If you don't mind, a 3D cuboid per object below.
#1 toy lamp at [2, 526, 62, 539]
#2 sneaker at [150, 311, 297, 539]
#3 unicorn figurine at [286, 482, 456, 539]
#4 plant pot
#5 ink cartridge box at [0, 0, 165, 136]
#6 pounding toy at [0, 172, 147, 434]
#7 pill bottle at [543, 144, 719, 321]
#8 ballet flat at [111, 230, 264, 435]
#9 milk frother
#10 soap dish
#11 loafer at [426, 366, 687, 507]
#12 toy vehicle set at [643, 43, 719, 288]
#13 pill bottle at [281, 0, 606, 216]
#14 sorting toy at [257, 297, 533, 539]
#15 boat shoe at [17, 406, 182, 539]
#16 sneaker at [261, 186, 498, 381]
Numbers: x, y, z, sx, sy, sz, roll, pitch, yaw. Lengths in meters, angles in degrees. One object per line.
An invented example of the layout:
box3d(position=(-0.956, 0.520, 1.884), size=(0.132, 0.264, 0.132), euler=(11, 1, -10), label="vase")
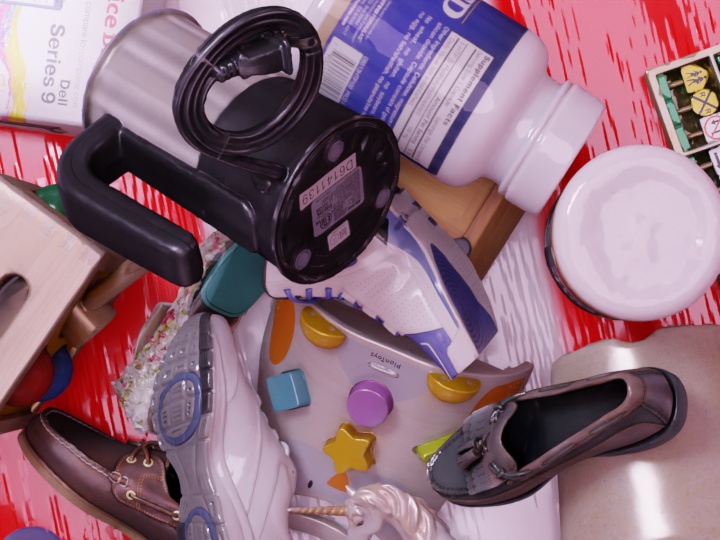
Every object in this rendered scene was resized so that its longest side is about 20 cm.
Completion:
box3d(position=(-0.233, 0.239, 1.335), size=(0.058, 0.200, 0.059), euler=(4, 64, -7), label="toy lamp")
box3d(position=(-0.092, 0.129, 1.350), size=(0.087, 0.074, 0.201), euler=(-5, 86, -41), label="sneaker")
box3d(position=(0.061, 0.221, 1.344), size=(0.199, 0.074, 0.138), euler=(12, 130, 31), label="unicorn figurine")
box3d(position=(0.213, 0.141, 1.327), size=(0.199, 0.201, 0.185), euler=(-11, 76, 3), label="plant pot")
box3d(position=(-0.251, -0.180, 1.399), size=(0.199, 0.088, 0.146), euler=(8, 88, 2), label="ink cartridge box")
box3d(position=(-0.223, 0.019, 1.343), size=(0.142, 0.184, 0.200), euler=(36, 91, 3), label="pounding toy")
box3d(position=(0.186, -0.022, 1.313), size=(0.116, 0.200, 0.117), euler=(0, 88, 3), label="pill bottle")
box3d(position=(-0.122, 0.026, 1.399), size=(0.064, 0.076, 0.201), euler=(29, 84, 37), label="ballet flat")
box3d(position=(-0.093, -0.110, 1.203), size=(0.188, 0.180, 0.201), euler=(31, 127, 31), label="milk frother")
box3d(position=(0.039, -0.100, 1.383), size=(0.199, 0.081, 0.158), euler=(32, 90, 2), label="soap dish")
box3d(position=(0.118, 0.104, 1.265), size=(0.199, 0.063, 0.072), euler=(-24, 62, 32), label="loafer")
box3d(position=(0.300, -0.073, 1.394), size=(0.124, 0.027, 0.201), euler=(-20, 87, 3), label="toy vehicle set")
box3d(position=(0.059, -0.127, 1.282), size=(0.199, 0.120, 0.120), euler=(33, 91, 2), label="pill bottle")
box3d(position=(0.000, 0.122, 1.386), size=(0.199, 0.107, 0.181), euler=(22, 109, 4), label="sorting toy")
box3d(position=(-0.155, 0.160, 1.390), size=(0.200, 0.070, 0.070), euler=(37, 111, -5), label="boat shoe")
box3d(position=(0.000, -0.001, 1.323), size=(0.115, 0.081, 0.200), euler=(-38, 87, 23), label="sneaker")
